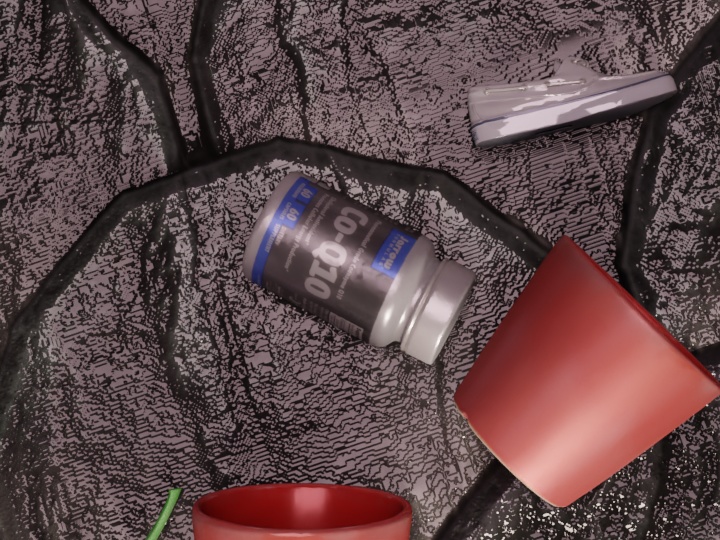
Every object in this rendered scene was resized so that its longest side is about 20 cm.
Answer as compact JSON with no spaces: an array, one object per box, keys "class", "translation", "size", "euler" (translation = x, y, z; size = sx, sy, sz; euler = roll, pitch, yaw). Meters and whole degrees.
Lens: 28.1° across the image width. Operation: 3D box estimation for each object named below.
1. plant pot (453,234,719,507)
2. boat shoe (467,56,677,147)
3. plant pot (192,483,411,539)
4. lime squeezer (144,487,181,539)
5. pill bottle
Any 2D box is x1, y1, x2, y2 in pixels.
[{"class":"plant pot","translation":[0.190,0.098,1.276],"size":[0.200,0.200,0.177],"euler":[45,98,9]},{"class":"boat shoe","translation":[0.198,-0.170,1.365],"size":[0.198,0.074,0.066],"euler":[-12,85,2]},{"class":"plant pot","translation":[-0.053,0.293,1.261],"size":[0.198,0.200,0.180],"euler":[2,93,5]},{"class":"lime squeezer","translation":[-0.195,0.311,1.354],"size":[0.070,0.038,0.203],"euler":[-3,79,-27]},{"class":"pill bottle","translation":[0.000,0.000,1.337],"size":[0.198,0.114,0.115],"euler":[27,85,8]}]
